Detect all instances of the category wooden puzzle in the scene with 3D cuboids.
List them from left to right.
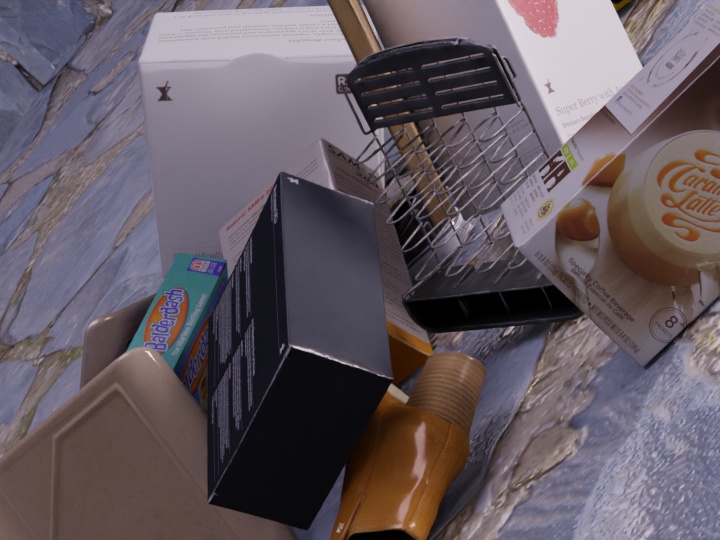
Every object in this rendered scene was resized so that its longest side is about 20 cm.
[{"bbox_3d":[-0.165,0.177,1.461,0.200,0.185,0.037,-38,-1,25],"label":"wooden puzzle"},{"bbox_3d":[-0.167,0.112,1.612,0.200,0.037,0.186,-23,-59,-70],"label":"wooden puzzle"}]

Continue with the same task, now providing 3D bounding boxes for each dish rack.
[{"bbox_3d":[0.067,-0.058,1.357,0.153,0.201,0.055,-8,28,41],"label":"dish rack"}]

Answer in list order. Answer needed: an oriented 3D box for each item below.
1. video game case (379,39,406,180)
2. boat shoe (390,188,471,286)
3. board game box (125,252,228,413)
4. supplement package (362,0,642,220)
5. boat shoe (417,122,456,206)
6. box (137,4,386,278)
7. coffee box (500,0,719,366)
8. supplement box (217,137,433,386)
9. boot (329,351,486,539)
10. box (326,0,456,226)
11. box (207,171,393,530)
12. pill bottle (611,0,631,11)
[{"bbox_3d":[0.063,-0.202,1.875,0.182,0.022,0.201,-34,47,40],"label":"video game case"},{"bbox_3d":[0.000,0.000,1.645,0.200,0.066,0.070,-37,20,33],"label":"boat shoe"},{"bbox_3d":[-0.138,0.112,1.570,0.152,0.045,0.201,-66,-19,-47],"label":"board game box"},{"bbox_3d":[0.106,-0.159,1.453,0.121,0.201,0.120,-22,-5,-42],"label":"supplement package"},{"bbox_3d":[0.070,-0.112,1.690,0.070,0.066,0.200,-46,17,9],"label":"boat shoe"},{"bbox_3d":[-0.078,-0.111,1.728,0.197,0.201,0.131,-2,25,2],"label":"box"},{"bbox_3d":[0.196,-0.059,1.211,0.200,0.114,0.080,-45,17,13],"label":"coffee box"},{"bbox_3d":[-0.030,0.016,1.558,0.126,0.073,0.201,-40,43,25],"label":"supplement box"},{"bbox_3d":[0.004,0.137,1.341,0.201,0.071,0.145,-29,31,58],"label":"boot"},{"bbox_3d":[0.012,-0.144,1.469,0.021,0.201,0.164,-25,22,3],"label":"box"},{"bbox_3d":[-0.045,0.051,1.366,0.201,0.078,0.142,-95,26,-54],"label":"box"},{"bbox_3d":[0.187,-0.265,1.684,0.200,0.111,0.112,-35,21,39],"label":"pill bottle"}]
